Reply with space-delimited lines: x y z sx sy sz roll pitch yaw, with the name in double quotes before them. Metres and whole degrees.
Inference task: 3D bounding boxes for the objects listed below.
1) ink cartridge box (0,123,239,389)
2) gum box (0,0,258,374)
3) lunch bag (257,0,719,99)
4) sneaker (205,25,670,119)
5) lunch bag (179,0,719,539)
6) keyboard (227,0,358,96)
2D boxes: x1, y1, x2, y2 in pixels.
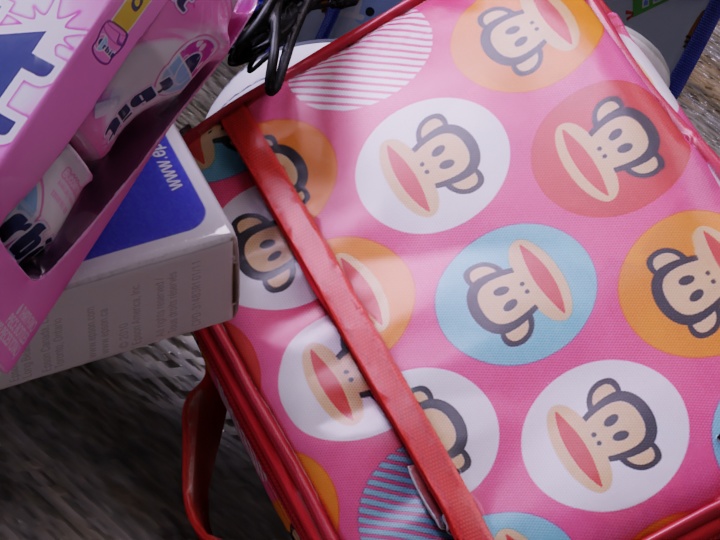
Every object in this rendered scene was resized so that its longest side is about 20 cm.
"ink cartridge box" -0.159 -0.036 0.782 0.199 0.047 0.198 -17 49 -16
"gum box" -0.134 -0.070 0.713 0.199 0.114 0.066 28 -14 21
"lunch bag" 0.070 -0.147 1.196 0.169 0.201 0.124 20 21 -22
"sneaker" -0.001 -0.001 0.941 0.077 0.147 0.202 34 -28 -33
"lunch bag" 0.028 0.024 0.800 0.200 0.175 0.082 59 -4 33
"keyboard" -0.042 -0.108 0.829 0.104 0.040 0.200 30 31 6
